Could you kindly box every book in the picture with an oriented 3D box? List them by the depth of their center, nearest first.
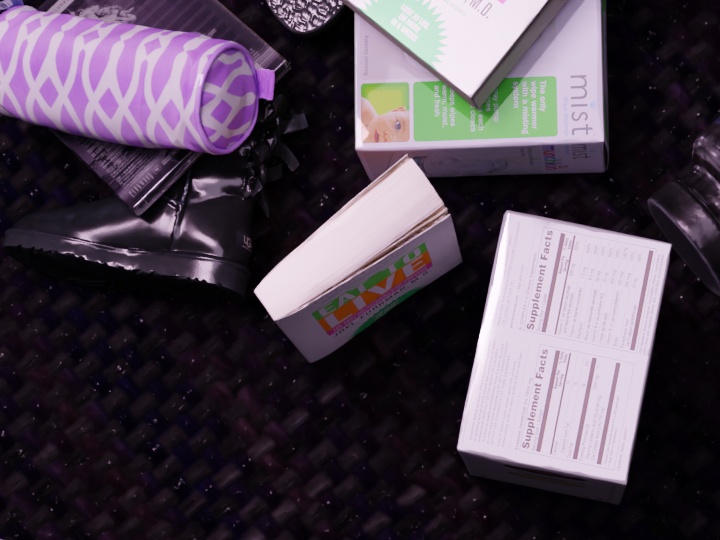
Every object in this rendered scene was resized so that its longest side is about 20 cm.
[{"bbox_3d":[0.000,0.000,1.516,0.133,0.200,0.048,-36,79,-1],"label":"book"},{"bbox_3d":[0.090,-0.229,1.525,0.133,0.048,0.200,39,89,14],"label":"book"}]

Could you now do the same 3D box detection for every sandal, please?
[{"bbox_3d":[-0.043,-0.256,1.647,0.075,0.048,0.202,-13,67,5],"label":"sandal"}]

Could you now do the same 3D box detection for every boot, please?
[{"bbox_3d":[-0.145,-0.069,1.608,0.196,0.073,0.164,7,74,16],"label":"boot"}]

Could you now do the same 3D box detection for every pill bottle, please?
[{"bbox_3d":[0.299,-0.076,1.544,0.200,0.112,0.112,-39,79,-1],"label":"pill bottle"}]

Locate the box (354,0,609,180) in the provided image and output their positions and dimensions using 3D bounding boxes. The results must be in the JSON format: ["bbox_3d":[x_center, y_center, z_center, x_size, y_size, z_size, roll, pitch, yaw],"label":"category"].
[{"bbox_3d":[0.086,-0.172,1.591,0.175,0.097,0.202,-1,79,8],"label":"box"}]

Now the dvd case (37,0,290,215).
[{"bbox_3d":[-0.161,-0.146,1.610,0.149,0.016,0.200,-44,56,-5],"label":"dvd case"}]

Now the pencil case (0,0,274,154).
[{"bbox_3d":[-0.165,-0.130,1.548,0.198,0.085,0.085,14,106,28],"label":"pencil case"}]

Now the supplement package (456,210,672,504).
[{"bbox_3d":[0.134,0.063,1.491,0.110,0.200,0.157,11,82,8],"label":"supplement package"}]
